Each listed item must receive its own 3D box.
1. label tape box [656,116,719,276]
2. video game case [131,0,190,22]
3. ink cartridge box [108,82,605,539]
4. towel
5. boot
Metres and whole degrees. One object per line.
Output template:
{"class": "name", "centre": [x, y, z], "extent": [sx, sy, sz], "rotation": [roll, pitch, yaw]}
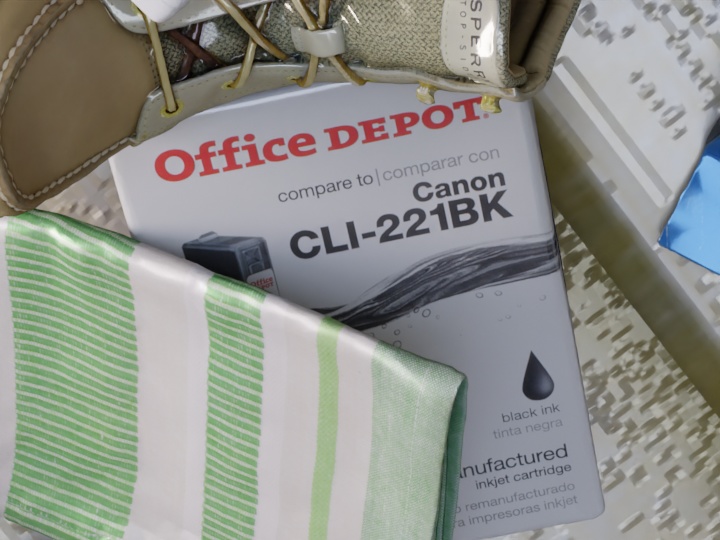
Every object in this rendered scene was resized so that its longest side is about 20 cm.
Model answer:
{"class": "label tape box", "centre": [0.220, -0.060, 0.907], "extent": [0.143, 0.066, 0.200], "rotation": [28, 99, -4]}
{"class": "video game case", "centre": [-0.077, -0.186, 0.754], "extent": [0.182, 0.200, 0.023], "rotation": [44, 129, -6]}
{"class": "ink cartridge box", "centre": [0.000, 0.000, 0.886], "extent": [0.144, 0.084, 0.200], "rotation": [-11, 120, 4]}
{"class": "towel", "centre": [-0.059, 0.060, 0.855], "extent": [0.200, 0.023, 0.153], "rotation": [22, 132, 21]}
{"class": "boot", "centre": [-0.026, -0.075, 0.766], "extent": [0.154, 0.200, 0.072], "rotation": [12, 131, 28]}
